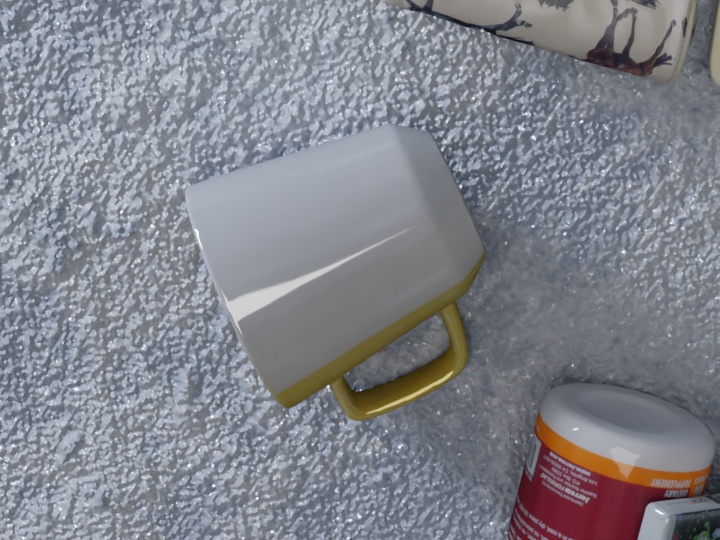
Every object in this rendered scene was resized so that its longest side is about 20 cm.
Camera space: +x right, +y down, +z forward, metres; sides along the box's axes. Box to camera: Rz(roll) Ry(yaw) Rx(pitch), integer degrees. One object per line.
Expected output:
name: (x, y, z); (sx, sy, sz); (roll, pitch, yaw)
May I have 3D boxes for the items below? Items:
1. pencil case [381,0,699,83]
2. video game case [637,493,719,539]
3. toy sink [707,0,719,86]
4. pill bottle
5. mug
pencil case: (0.105, -0.180, 1.060); (0.199, 0.078, 0.090); (16, 93, 2)
video game case: (0.222, 0.232, 1.117); (0.181, 0.023, 0.201); (0, 110, -40)
toy sink: (0.309, -0.149, 1.009); (0.199, 0.112, 0.131); (9, 104, 4)
pill bottle: (0.147, 0.182, 1.126); (0.112, 0.113, 0.201); (13, 106, 3)
mug: (-0.004, -0.009, 1.103); (0.153, 0.187, 0.150); (-25, 67, 3)
